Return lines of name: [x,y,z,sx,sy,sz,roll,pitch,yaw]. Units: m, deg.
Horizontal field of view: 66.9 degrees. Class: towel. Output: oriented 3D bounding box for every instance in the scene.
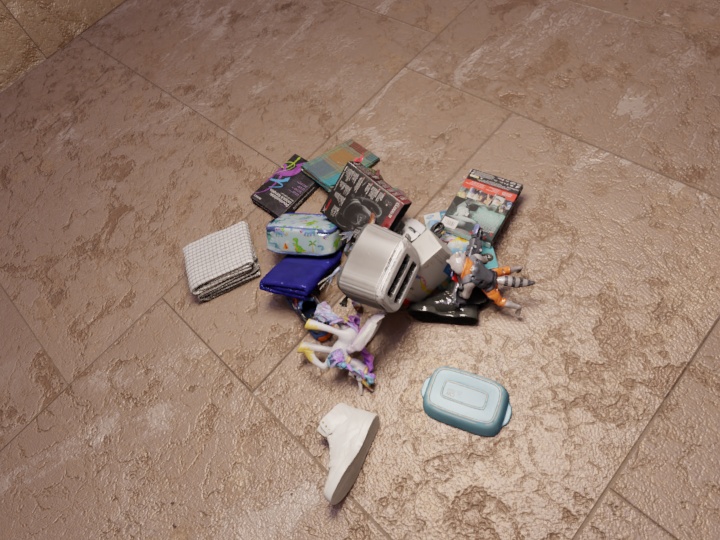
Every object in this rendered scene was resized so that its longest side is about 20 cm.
towel: [-0.375,-0.026,1.487,0.197,0.086,0.167,-24,53,1]
towel: [-0.148,0.004,1.377,0.145,0.050,0.200,5,30,24]
towel: [-0.059,-0.313,1.593,0.199,0.022,0.146,-35,55,-24]

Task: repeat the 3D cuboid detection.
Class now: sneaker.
sneaker: [0.212,0.067,1.274,0.195,0.060,0.106,6,61,12]
sneaker: [-0.133,0.081,1.349,0.075,0.079,0.200,-37,56,-11]
sneaker: [-0.051,0.376,1.143,0.114,0.074,0.201,15,53,25]

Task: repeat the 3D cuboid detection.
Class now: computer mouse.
computer mouse: [0.122,-0.099,1.367,0.109,0.044,0.199,-41,30,-14]

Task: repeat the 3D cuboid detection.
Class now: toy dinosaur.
toy dinosaur: [0.000,0.000,1.307,0.199,0.183,0.105,-37,50,-19]

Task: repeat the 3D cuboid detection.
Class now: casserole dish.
casserole dish: [0.220,0.269,1.152,0.196,0.039,0.123,14,62,24]

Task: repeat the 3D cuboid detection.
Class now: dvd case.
dvd case: [0.301,-0.160,1.361,0.144,0.022,0.202,22,63,25]

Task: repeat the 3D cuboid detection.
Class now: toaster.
toaster: [0.039,0.003,1.174,0.128,0.114,0.203,18,73,37]

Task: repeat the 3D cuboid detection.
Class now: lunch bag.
lunch bag: [-0.140,-0.099,1.431,0.196,0.084,0.161,4,19,17]

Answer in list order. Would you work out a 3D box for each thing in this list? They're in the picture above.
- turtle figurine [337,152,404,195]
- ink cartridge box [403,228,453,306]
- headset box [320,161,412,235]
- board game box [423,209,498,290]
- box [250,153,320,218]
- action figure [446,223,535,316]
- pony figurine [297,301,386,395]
turtle figurine: [0.023,-0.220,1.438,0.197,0.101,0.152,28,55,-14]
ink cartridge box: [0.123,0.012,1.262,0.200,0.116,0.068,-43,52,13]
headset box: [0.020,-0.152,1.352,0.199,0.077,0.150,37,112,12]
board game box: [0.247,-0.063,1.354,0.148,0.047,0.203,-13,55,8]
box: [-0.211,-0.246,1.610,0.142,0.036,0.201,32,71,30]
action figure: [0.283,-0.009,1.214,0.190,0.104,0.204,16,77,-16]
pony figurine: [-0.027,0.156,1.231,0.197,0.166,0.196,26,93,8]
